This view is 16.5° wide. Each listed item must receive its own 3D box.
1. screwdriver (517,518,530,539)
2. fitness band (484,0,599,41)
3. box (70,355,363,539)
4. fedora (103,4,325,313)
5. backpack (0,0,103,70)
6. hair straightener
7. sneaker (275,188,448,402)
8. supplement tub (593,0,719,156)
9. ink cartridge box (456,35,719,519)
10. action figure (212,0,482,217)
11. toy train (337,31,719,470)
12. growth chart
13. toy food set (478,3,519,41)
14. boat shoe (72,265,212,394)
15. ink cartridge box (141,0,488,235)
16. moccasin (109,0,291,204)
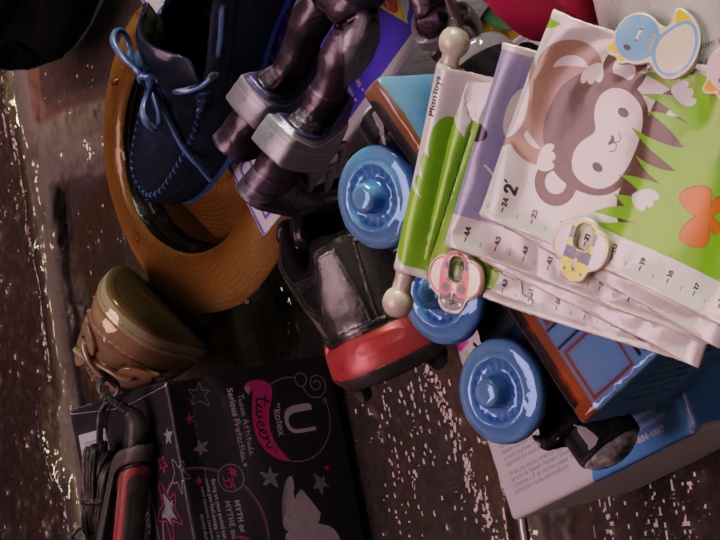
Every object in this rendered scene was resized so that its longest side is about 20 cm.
[{"bbox_3d":[0.076,0.099,1.278,0.028,0.029,0.200,-12,81,55],"label":"screwdriver"},{"bbox_3d":[0.078,-0.190,1.095,0.037,0.200,0.144,-14,128,28],"label":"fitness band"},{"bbox_3d":[-0.076,0.162,1.439,0.132,0.115,0.200,-19,80,56],"label":"box"},{"bbox_3d":[-0.071,-0.072,1.413,0.201,0.082,0.201,15,109,52],"label":"fedora"},{"bbox_3d":[-0.223,-0.215,1.556,0.154,0.163,0.200,-126,36,-47],"label":"backpack"},{"bbox_3d":[-0.152,0.153,1.409,0.077,0.041,0.200,22,115,52],"label":"hair straightener"},{"bbox_3d":[0.000,0.000,1.272,0.200,0.071,0.098,-100,-15,-82],"label":"sneaker"},{"bbox_3d":[0.156,-0.145,1.034,0.132,0.132,0.200,-20,80,55],"label":"supplement tub"},{"bbox_3d":[0.109,-0.002,1.168,0.145,0.085,0.200,-34,70,51],"label":"ink cartridge box"},{"bbox_3d":[-0.007,-0.125,1.173,0.130,0.069,0.200,53,128,33],"label":"action figure"},{"bbox_3d":[0.074,-0.013,1.073,0.114,0.087,0.200,-46,65,34],"label":"toy train"},{"bbox_3d":[0.099,-0.035,0.991,0.200,0.018,0.145,12,99,36],"label":"growth chart"},{"bbox_3d":[0.041,-0.170,1.264,0.198,0.049,0.200,-49,57,47],"label":"toy food set"},{"bbox_3d":[-0.131,0.045,1.449,0.071,0.065,0.200,43,-179,5],"label":"boat shoe"},{"bbox_3d":[-0.031,-0.154,1.280,0.200,0.043,0.198,-49,58,40],"label":"ink cartridge box"},{"bbox_3d":[-0.089,-0.122,1.267,0.080,0.068,0.200,46,128,37],"label":"moccasin"}]
